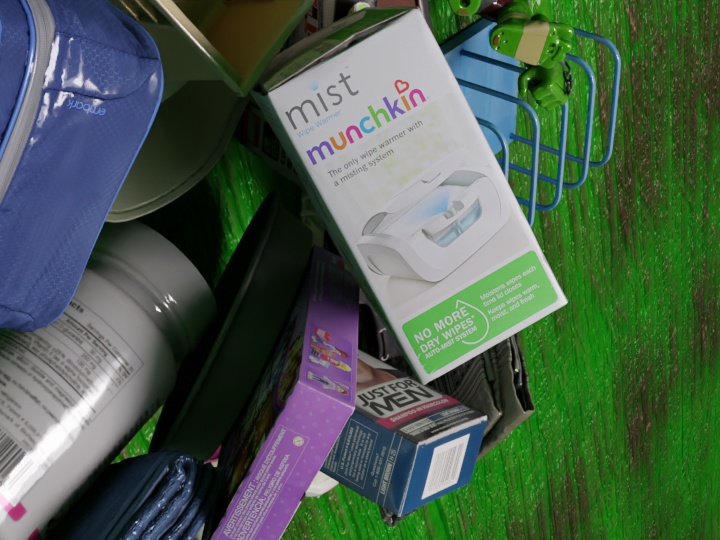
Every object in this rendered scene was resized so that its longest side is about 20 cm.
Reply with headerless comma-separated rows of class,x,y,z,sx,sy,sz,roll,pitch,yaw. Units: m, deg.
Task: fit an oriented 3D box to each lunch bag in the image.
lunch bag,-0.208,-0.062,0.698,0.132,0.135,0.201,4,117,-55

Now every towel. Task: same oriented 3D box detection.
towel,0.058,0.079,1.140,0.034,0.194,0.200,18,136,-28
towel,-0.169,0.168,0.861,0.049,0.199,0.112,51,51,-19

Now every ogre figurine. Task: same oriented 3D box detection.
ogre figurine,0.105,-0.232,1.110,0.098,0.199,0.121,-44,-153,33

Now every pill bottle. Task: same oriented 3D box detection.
pill bottle,-0.183,0.069,0.859,0.200,0.113,0.114,-49,145,-28

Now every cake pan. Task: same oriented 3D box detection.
cake pan,-0.086,0.044,0.959,0.201,0.036,0.201,-61,-170,18

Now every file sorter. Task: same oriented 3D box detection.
file sorter,0.123,-0.119,1.220,0.200,0.122,0.140,-38,140,-41

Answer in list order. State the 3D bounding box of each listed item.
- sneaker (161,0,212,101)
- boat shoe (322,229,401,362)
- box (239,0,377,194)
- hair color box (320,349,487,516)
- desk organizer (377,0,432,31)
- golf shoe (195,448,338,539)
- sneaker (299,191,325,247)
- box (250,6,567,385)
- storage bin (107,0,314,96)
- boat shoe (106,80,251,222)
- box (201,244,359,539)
sneaker,-0.118,-0.179,0.851,0.201,0.074,0.085,-57,143,-29
boat shoe,0.000,0.000,1.056,0.066,0.070,0.201,-31,140,-5
box,-0.035,-0.162,0.946,0.034,0.110,0.202,-10,121,-32
hair color box,-0.016,0.103,1.063,0.100,0.199,0.061,-11,120,-54
desk organizer,0.006,-0.208,1.014,0.072,0.076,0.202,-80,161,-67
golf shoe,-0.062,0.143,1.146,0.200,0.075,0.092,-35,134,-45
sneaker,-0.018,-0.028,1.102,0.100,0.078,0.201,-48,144,-21
box,0.016,-0.053,0.812,0.096,0.200,0.178,-28,102,-1
storage bin,-0.092,-0.236,0.765,0.199,0.093,0.201,46,68,-31
boat shoe,-0.116,-0.104,0.904,0.200,0.074,0.066,-60,-167,-23
box,-0.048,0.084,0.879,0.138,0.039,0.200,-61,-170,20
